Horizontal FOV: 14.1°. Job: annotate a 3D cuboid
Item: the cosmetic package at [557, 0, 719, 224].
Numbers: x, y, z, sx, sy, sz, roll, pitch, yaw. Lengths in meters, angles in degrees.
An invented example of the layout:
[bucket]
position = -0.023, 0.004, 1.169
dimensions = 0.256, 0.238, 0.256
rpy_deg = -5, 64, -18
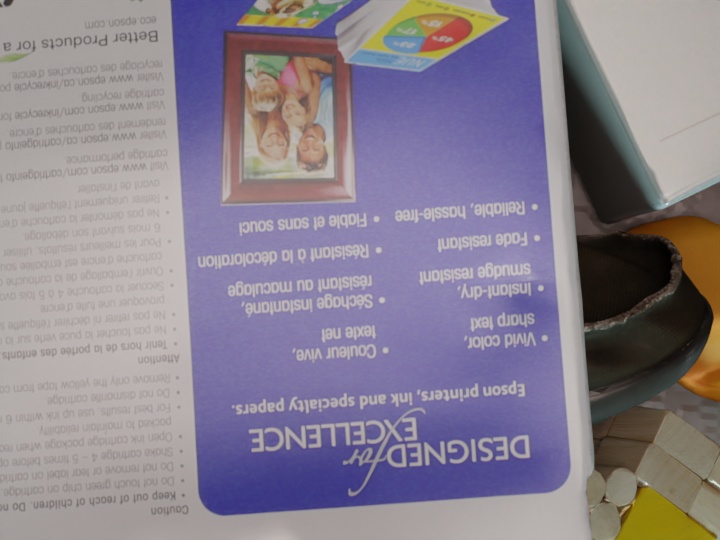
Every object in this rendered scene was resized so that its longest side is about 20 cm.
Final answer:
[cosmetic package]
position = 0.081, -0.123, 0.837
dimensions = 0.107, 0.090, 0.200
rpy_deg = -27, 88, -8

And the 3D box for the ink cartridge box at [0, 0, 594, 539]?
[ink cartridge box]
position = -0.043, 0.007, 0.748
dimensions = 0.197, 0.047, 0.200
rpy_deg = -4, 81, 2

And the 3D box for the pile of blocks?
[pile of blocks]
position = 0.021, 0.086, 0.825
dimensions = 0.200, 0.062, 0.082
rpy_deg = -7, 95, -31

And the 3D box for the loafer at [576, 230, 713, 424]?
[loafer]
position = 0.000, 0.000, 0.807
dimensions = 0.200, 0.073, 0.071
rpy_deg = 1, 114, -4

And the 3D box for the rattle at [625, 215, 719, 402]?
[rattle]
position = 0.167, 0.012, 0.784
dimensions = 0.130, 0.200, 0.143
rpy_deg = -42, 93, -4
